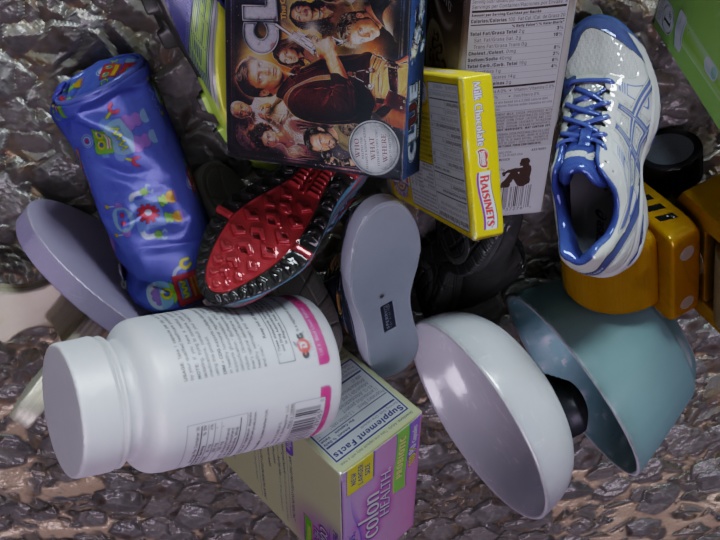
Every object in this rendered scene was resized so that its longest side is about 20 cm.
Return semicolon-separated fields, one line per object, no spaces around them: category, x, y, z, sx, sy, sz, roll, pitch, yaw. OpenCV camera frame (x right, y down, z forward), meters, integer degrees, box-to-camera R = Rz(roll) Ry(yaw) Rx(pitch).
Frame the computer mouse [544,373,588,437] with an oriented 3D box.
computer mouse;0.161;0.115;0.969;0.034;0.200;0.059;-31;108;-15

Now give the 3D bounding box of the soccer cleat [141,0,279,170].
soccer cleat;-0.087;-0.154;0.739;0.083;0.065;0.201;-25;134;4

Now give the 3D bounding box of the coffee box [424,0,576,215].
coffee box;0.094;-0.151;0.732;0.079;0.113;0.201;-6;134;-6

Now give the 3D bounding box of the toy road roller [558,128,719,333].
toy road roller;0.256;-0.009;0.834;0.145;0.200;0.123;-27;134;-10

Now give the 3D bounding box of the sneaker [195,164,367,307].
sneaker;-0.048;-0.038;0.784;0.079;0.200;0.096;36;157;13

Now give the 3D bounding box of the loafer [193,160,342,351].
loafer;-0.091;0.000;0.862;0.063;0.072;0.200;-23;109;35

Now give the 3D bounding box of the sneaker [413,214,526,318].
sneaker;0.108;-0.021;0.875;0.090;0.076;0.200;-8;162;-15

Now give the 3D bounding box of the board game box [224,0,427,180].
board game box;-0.024;-0.168;0.659;0.135;0.035;0.201;9;111;22

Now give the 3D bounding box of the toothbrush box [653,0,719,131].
toothbrush box;0.283;-0.177;0.673;0.085;0.201;0.146;-2;133;-6

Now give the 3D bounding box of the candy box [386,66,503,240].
candy box;0.050;-0.091;0.707;0.026;0.200;0.103;-12;106;-11

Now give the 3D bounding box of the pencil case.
pencil case;-0.169;-0.062;0.769;0.086;0.078;0.201;-18;116;-1

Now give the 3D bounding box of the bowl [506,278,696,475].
bowl;0.237;0.079;0.940;0.105;0.201;0.201;-32;133;-5

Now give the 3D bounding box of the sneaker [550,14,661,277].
sneaker;0.180;-0.095;0.753;0.075;0.201;0.088;-4;-179;31

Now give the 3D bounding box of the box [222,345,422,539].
box;-0.047;0.152;0.934;0.096;0.200;0.177;-31;142;-29

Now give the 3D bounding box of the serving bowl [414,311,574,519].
serving bowl;0.126;0.117;0.895;0.066;0.200;0.201;-31;136;-16

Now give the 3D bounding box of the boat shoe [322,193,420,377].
boat shoe;0.000;0.000;0.869;0.071;0.091;0.201;-24;137;-19

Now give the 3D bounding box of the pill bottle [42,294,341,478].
pill bottle;-0.124;0.085;0.746;0.199;0.114;0.114;-8;139;-33

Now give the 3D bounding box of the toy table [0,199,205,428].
toy table;-0.226;0.047;0.842;0.200;0.184;0.117;43;106;-5
